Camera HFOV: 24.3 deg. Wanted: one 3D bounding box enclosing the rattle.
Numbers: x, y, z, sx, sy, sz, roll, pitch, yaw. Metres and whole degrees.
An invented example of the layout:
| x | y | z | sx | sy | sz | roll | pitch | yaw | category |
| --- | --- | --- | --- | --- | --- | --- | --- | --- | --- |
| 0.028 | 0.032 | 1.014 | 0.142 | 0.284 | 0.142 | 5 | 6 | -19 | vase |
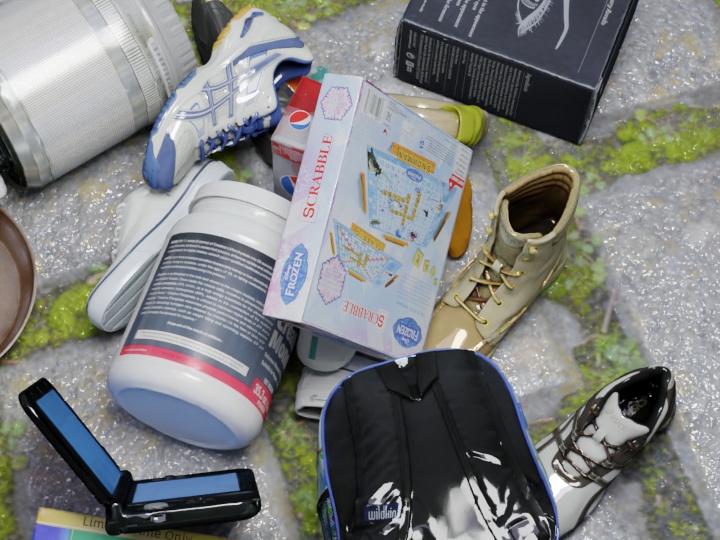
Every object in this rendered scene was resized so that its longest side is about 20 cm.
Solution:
| x | y | z | sx | sy | sz | roll | pitch | yaw | category |
| --- | --- | --- | --- | --- | --- | --- | --- | --- | --- |
| 0.016 | -0.111 | 1.567 | 0.199 | 0.144 | 0.130 | 8 | 28 | 10 | rattle |

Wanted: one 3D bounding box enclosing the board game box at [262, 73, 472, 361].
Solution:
| x | y | z | sx | sy | sz | roll | pitch | yaw | category |
| --- | --- | --- | --- | --- | --- | --- | --- | --- | --- |
| 0.011 | -0.036 | 1.383 | 0.041 | 0.200 | 0.201 | 10 | 81 | 32 | board game box |

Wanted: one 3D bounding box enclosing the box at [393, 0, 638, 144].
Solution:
| x | y | z | sx | sy | sz | roll | pitch | yaw | category |
| --- | --- | --- | --- | --- | --- | --- | --- | --- | --- |
| 0.150 | -0.234 | 1.595 | 0.199 | 0.104 | 0.149 | 22 | 66 | 8 | box |

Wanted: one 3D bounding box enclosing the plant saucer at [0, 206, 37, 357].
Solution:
| x | y | z | sx | sy | sz | roll | pitch | yaw | category |
| --- | --- | --- | --- | --- | --- | --- | --- | --- | --- |
| -0.388 | 0.020 | 1.498 | 0.199 | 0.035 | 0.201 | 0 | 64 | -1 | plant saucer |

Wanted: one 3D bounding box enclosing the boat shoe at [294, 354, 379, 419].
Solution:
| x | y | z | sx | sy | sz | roll | pitch | yaw | category |
| --- | --- | --- | --- | --- | --- | --- | --- | --- | --- |
| 0.036 | 0.133 | 1.439 | 0.201 | 0.075 | 0.087 | 16 | 65 | 9 | boat shoe |

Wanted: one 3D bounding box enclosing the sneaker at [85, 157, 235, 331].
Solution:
| x | y | z | sx | sy | sz | roll | pitch | yaw | category |
| --- | --- | --- | --- | --- | --- | --- | --- | --- | --- |
| -0.194 | -0.029 | 1.515 | 0.071 | 0.073 | 0.200 | 25 | 57 | 19 | sneaker |

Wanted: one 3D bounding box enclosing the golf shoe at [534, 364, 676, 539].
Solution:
| x | y | z | sx | sy | sz | roll | pitch | yaw | category |
| --- | --- | --- | --- | --- | --- | --- | --- | --- | --- |
| 0.195 | 0.149 | 1.426 | 0.078 | 0.095 | 0.200 | 40 | 71 | 14 | golf shoe |

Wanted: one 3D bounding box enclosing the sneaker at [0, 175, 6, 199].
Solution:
| x | y | z | sx | sy | sz | roll | pitch | yaw | category |
| --- | --- | --- | --- | --- | --- | --- | --- | --- | --- |
| -0.396 | -0.122 | 1.502 | 0.199 | 0.100 | 0.078 | 16 | 33 | 33 | sneaker |

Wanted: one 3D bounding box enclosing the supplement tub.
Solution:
| x | y | z | sx | sy | sz | roll | pitch | yaw | category |
| --- | --- | --- | --- | --- | --- | --- | --- | --- | --- |
| -0.121 | 0.039 | 1.439 | 0.140 | 0.141 | 0.201 | 18 | 66 | 7 | supplement tub |

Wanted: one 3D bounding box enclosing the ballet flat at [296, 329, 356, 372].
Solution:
| x | y | z | sx | sy | sz | roll | pitch | yaw | category |
| --- | --- | --- | --- | --- | --- | --- | --- | --- | --- |
| 0.000 | 0.000 | 1.463 | 0.069 | 0.070 | 0.201 | 22 | 54 | 8 | ballet flat |

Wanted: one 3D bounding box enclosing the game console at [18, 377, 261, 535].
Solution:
| x | y | z | sx | sy | sz | roll | pitch | yaw | category |
| --- | --- | --- | --- | --- | --- | --- | --- | --- | --- |
| -0.174 | 0.140 | 1.344 | 0.175 | 0.200 | 0.117 | -6 | 91 | -5 | game console |

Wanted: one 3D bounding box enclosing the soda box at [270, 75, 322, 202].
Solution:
| x | y | z | sx | sy | sz | roll | pitch | yaw | category |
| --- | --- | --- | --- | --- | --- | --- | --- | --- | --- |
| -0.035 | -0.084 | 1.466 | 0.063 | 0.200 | 0.070 | 22 | 67 | 8 | soda box |

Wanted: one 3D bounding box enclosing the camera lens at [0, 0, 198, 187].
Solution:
| x | y | z | sx | sy | sz | roll | pitch | yaw | category |
| --- | --- | --- | --- | --- | --- | --- | --- | --- | --- |
| -0.268 | -0.182 | 1.526 | 0.199 | 0.160 | 0.160 | -32 | 70 | -15 | camera lens |

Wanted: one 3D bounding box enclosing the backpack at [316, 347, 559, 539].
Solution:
| x | y | z | sx | sy | sz | roll | pitch | yaw | category |
| --- | --- | --- | --- | --- | --- | --- | --- | --- | --- |
| 0.053 | 0.177 | 1.326 | 0.182 | 0.147 | 0.201 | -11 | 59 | -5 | backpack |

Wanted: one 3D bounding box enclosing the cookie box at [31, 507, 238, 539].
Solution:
| x | y | z | sx | sy | sz | roll | pitch | yaw | category |
| --- | --- | --- | --- | --- | --- | --- | --- | --- | --- |
| -0.193 | 0.306 | 1.340 | 0.170 | 0.075 | 0.201 | 9 | 71 | 2 | cookie box |

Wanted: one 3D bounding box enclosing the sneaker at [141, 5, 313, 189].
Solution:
| x | y | z | sx | sy | sz | roll | pitch | yaw | category |
| --- | --- | --- | --- | --- | --- | --- | --- | --- | --- |
| -0.117 | -0.146 | 1.502 | 0.088 | 0.075 | 0.201 | 32 | 73 | 6 | sneaker |

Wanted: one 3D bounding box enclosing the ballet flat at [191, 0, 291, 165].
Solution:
| x | y | z | sx | sy | sz | roll | pitch | yaw | category |
| --- | --- | --- | --- | --- | --- | --- | --- | --- | --- |
| -0.105 | -0.184 | 1.592 | 0.057 | 0.067 | 0.201 | -24 | 73 | -27 | ballet flat |

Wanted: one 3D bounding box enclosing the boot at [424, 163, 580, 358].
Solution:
| x | y | z | sx | sy | sz | roll | pitch | yaw | category |
| --- | --- | --- | --- | --- | --- | --- | --- | --- | --- |
| 0.116 | 0.006 | 1.455 | 0.073 | 0.156 | 0.200 | 42 | 71 | 16 | boot |
